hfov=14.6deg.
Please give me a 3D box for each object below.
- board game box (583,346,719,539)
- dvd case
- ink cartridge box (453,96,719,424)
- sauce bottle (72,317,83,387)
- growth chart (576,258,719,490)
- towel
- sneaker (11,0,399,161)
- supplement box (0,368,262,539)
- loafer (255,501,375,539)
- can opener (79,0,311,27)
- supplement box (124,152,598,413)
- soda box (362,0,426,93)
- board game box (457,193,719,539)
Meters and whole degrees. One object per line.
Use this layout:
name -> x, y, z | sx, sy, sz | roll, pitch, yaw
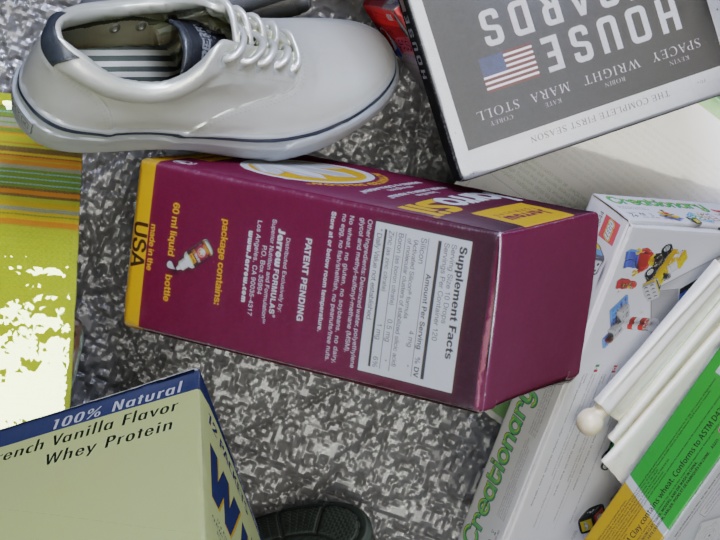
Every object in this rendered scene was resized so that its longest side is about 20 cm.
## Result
board game box -> 0.218, 0.124, 1.442 | 0.200, 0.040, 0.153 | 32, 95, -46
dvd case -> 0.086, -0.160, 1.342 | 0.149, 0.025, 0.201 | -19, 96, -7
ink cartridge box -> 0.109, -0.021, 1.444 | 0.145, 0.048, 0.200 | 35, 98, -13
sauce bottle -> -0.239, 0.028, 1.390 | 0.199, 0.065, 0.065 | 17, 98, -10
growth chart -> 0.185, 0.078, 1.428 | 0.145, 0.018, 0.200 | -43, 137, -8
towel -> -0.180, 0.003, 1.358 | 0.085, 0.018, 0.201 | 5, 63, -10
sneaker -> -0.065, -0.096, 1.340 | 0.199, 0.071, 0.073 | -9, 65, -27
supplement box -> -0.140, 0.171, 1.237 | 0.199, 0.200, 0.135 | -17, 116, 3
loafer -> -0.077, 0.185, 1.452 | 0.199, 0.072, 0.063 | -25, 123, 4
can opener -> -0.049, -0.160, 1.398 | 0.199, 0.053, 0.067 | -18, 75, -5
supplement box -> 0.000, 0.000, 1.348 | 0.199, 0.110, 0.086 | 12, 102, 28
soda box -> 0.101, -0.167, 1.393 | 0.200, 0.070, 0.064 | -39, 104, -6
board game box -> 0.136, 0.060, 1.415 | 0.126, 0.035, 0.201 | 3, 116, -39
